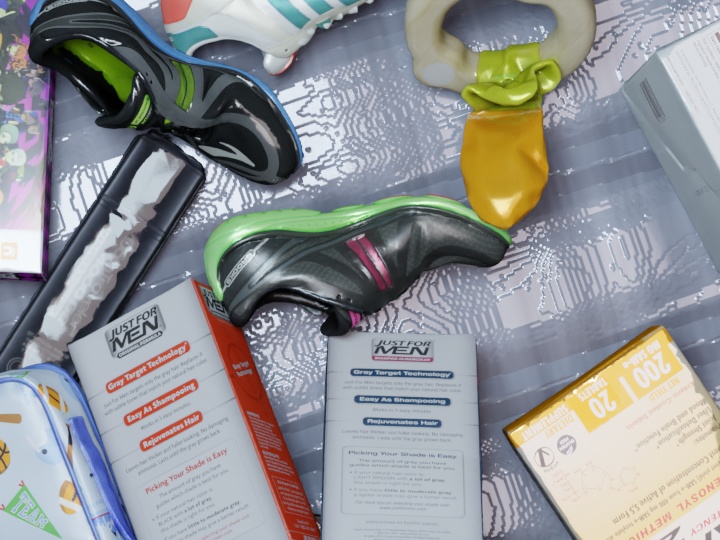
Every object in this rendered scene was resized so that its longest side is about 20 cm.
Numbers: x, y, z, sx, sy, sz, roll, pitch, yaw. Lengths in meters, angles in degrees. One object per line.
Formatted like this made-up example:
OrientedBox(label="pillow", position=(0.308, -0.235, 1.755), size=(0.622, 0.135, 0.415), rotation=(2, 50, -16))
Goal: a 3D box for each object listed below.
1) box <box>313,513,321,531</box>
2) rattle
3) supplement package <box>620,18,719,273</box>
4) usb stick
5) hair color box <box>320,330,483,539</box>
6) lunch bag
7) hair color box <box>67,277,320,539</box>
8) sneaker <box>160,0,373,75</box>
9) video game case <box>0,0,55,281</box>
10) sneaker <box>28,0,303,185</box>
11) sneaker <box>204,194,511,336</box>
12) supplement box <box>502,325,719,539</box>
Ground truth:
OrientedBox(label="box", position=(0.042, 0.220, 1.667), size=(0.199, 0.075, 0.101), rotation=(9, 86, -2))
OrientedBox(label="rattle", position=(0.092, -0.151, 1.609), size=(0.130, 0.200, 0.143), rotation=(25, 51, -1))
OrientedBox(label="supplement package", position=(0.293, -0.111, 1.626), size=(0.199, 0.191, 0.148), rotation=(-28, 89, -3))
OrientedBox(label="usb stick", position=(-0.173, 0.001, 1.694), size=(0.055, 0.033, 0.201), rotation=(33, 87, -3))
OrientedBox(label="hair color box", position=(0.025, 0.126, 1.615), size=(0.099, 0.201, 0.061), rotation=(2, 131, -1))
OrientedBox(label="lunch bag", position=(-0.219, 0.168, 1.648), size=(0.159, 0.076, 0.201), rotation=(-23, 89, 15))
OrientedBox(label="hair color box", position=(-0.102, 0.118, 1.635), size=(0.101, 0.061, 0.201), rotation=(-28, 70, 16))
OrientedBox(label="sneaker", position=(-0.036, -0.180, 1.696), size=(0.198, 0.070, 0.094), rotation=(-5, 105, -3))
OrientedBox(label="video game case", position=(-0.291, -0.095, 1.685), size=(0.180, 0.036, 0.201), rotation=(2, 81, 0))
OrientedBox(label="sneaker", position=(-0.130, -0.109, 1.659), size=(0.199, 0.071, 0.083), rotation=(32, 43, -11))
OrientedBox(label="sneaker", position=(0.000, 0.000, 1.668), size=(0.199, 0.077, 0.084), rotation=(-7, 78, -4))
OrientedBox(label="supplement box", position=(0.198, 0.152, 1.671), size=(0.126, 0.074, 0.201), rotation=(-35, 89, -2))
